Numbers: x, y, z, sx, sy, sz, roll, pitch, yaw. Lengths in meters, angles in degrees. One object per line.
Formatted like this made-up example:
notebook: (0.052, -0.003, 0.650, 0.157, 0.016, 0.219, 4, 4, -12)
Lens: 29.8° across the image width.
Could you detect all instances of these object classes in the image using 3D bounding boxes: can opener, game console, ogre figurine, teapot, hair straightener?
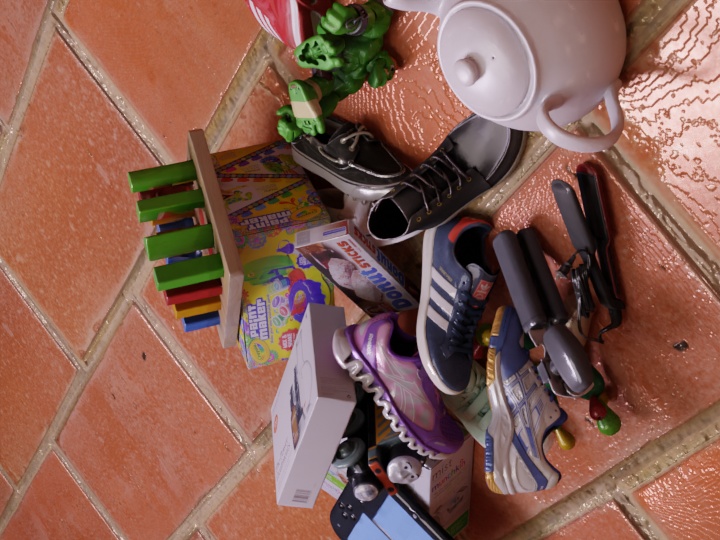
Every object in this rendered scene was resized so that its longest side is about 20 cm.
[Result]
can opener: (0.200, 0.038, 1.426, 0.067, 0.053, 0.201, -53, 50, 54)
game console: (0.049, 0.354, 1.765, 0.200, 0.031, 0.177, 43, 144, 15)
ogre figurine: (-0.022, -0.232, 1.483, 0.098, 0.120, 0.201, 30, 138, 26)
teapot: (0.146, -0.208, 1.281, 0.199, 0.146, 0.199, 0, 117, 48)
hair straightener: (0.227, -0.006, 1.401, 0.041, 0.077, 0.201, 29, 140, 54)

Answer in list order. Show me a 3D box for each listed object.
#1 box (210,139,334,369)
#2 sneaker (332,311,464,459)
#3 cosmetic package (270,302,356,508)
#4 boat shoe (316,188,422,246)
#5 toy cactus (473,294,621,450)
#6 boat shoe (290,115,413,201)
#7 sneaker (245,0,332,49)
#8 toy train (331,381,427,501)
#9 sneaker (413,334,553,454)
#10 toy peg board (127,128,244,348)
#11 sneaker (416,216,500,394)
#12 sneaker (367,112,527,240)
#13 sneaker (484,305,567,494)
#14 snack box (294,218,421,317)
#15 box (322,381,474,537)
box: (-0.117, -0.022, 1.690, 0.193, 0.121, 0.201, -119, 21, -50)
sneaker: (0.059, 0.127, 1.543, 0.088, 0.081, 0.200, -36, 102, 22)
cosmetic package: (-0.060, 0.163, 1.621, 0.151, 0.051, 0.201, -96, 20, -47)
boat shoe: (0.006, -0.075, 1.617, 0.199, 0.071, 0.070, 6, 124, 55)
toy cactus: (0.209, 0.100, 1.501, 0.200, 0.102, 0.166, 43, 133, 32)
boat shoe: (-0.014, -0.138, 1.587, 0.199, 0.071, 0.064, 26, 136, 38)
sneaker: (-0.094, -0.341, 1.522, 0.115, 0.078, 0.201, 26, 133, 34)
toy train: (0.028, 0.192, 1.637, 0.113, 0.201, 0.085, -25, 120, 15)
sneaker: (0.133, 0.148, 1.591, 0.200, 0.074, 0.118, 35, 173, 30)
toy peg board: (-0.216, -0.028, 1.629, 0.200, 0.097, 0.201, 106, 149, -61)
sneaker: (0.115, 0.035, 1.509, 0.084, 0.075, 0.202, -12, 76, 43)
sneaker: (0.094, -0.099, 1.439, 0.075, 0.106, 0.200, 49, 130, 11)
sneaker: (0.178, 0.138, 1.452, 0.087, 0.075, 0.202, -1, 82, 10)
snack box: (0.000, 0.000, 1.599, 0.071, 0.024, 0.200, -14, 149, 23)
box: (0.043, 0.254, 1.796, 0.199, 0.096, 0.178, 29, 136, 33)
